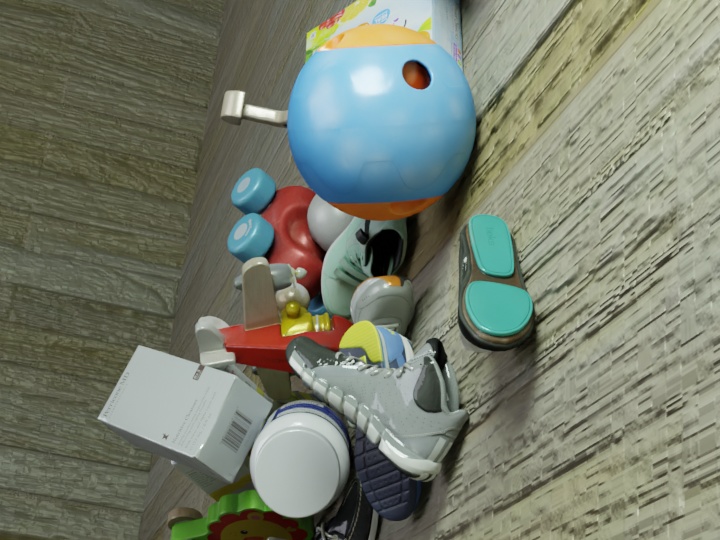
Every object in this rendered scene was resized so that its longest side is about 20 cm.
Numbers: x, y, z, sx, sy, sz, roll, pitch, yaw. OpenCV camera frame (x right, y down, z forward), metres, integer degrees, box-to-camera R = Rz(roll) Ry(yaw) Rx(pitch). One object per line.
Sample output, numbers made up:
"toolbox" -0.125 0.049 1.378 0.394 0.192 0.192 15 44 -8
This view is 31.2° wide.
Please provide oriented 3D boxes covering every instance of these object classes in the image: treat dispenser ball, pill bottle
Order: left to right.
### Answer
"pill bottle" -0.068 0.215 1.472 0.200 0.114 0.118 -54 -23 -89
"treat dispenser ball" 0.022 -0.154 1.346 0.201 0.198 0.204 -167 90 -76

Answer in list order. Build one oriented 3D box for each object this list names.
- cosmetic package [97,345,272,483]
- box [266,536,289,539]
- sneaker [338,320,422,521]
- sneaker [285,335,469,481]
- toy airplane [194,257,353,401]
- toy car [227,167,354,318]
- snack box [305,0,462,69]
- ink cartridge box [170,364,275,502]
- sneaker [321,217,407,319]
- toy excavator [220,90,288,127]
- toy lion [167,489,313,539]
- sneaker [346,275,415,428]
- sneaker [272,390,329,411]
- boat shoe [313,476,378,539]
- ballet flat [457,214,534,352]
"cosmetic package" -0.215 0.173 1.570 0.198 0.081 0.114 10 66 42
"box" -0.100 0.400 1.572 0.200 0.094 0.079 126 154 -54
"sneaker" 0.037 0.151 1.312 0.073 0.082 0.203 -19 71 37
"sneaker" 0.026 0.099 1.239 0.116 0.199 0.075 -54 -23 9
"toy airplane" -0.108 0.074 1.597 0.199 0.198 0.142 -32 31 43
"toy car" -0.040 -0.067 1.680 0.199 0.184 0.178 -34 35 26
"snack box" 0.025 -0.253 1.518 0.199 0.067 0.171 -27 44 33
"ink cartridge box" -0.153 0.233 1.689 0.083 0.200 0.146 -26 39 22
"sneaker" 0.000 0.000 1.545 0.119 0.073 0.202 -88 19 -56
"toy excavator" -0.067 -0.198 1.705 0.199 0.192 0.102 -3 75 60
"toy lion" -0.142 0.353 1.664 0.201 0.189 0.069 60 -159 -44
"sneaker" 0.022 0.094 1.426 0.093 0.074 0.202 -103 20 -44
"sneaker" -0.078 0.233 1.657 0.201 0.075 0.076 -101 28 -57
"boat shoe" -0.029 0.315 1.429 0.074 0.059 0.203 -109 34 -67
"ballet flat" 0.115 0.027 1.125 0.201 0.067 0.069 -82 1 -58
